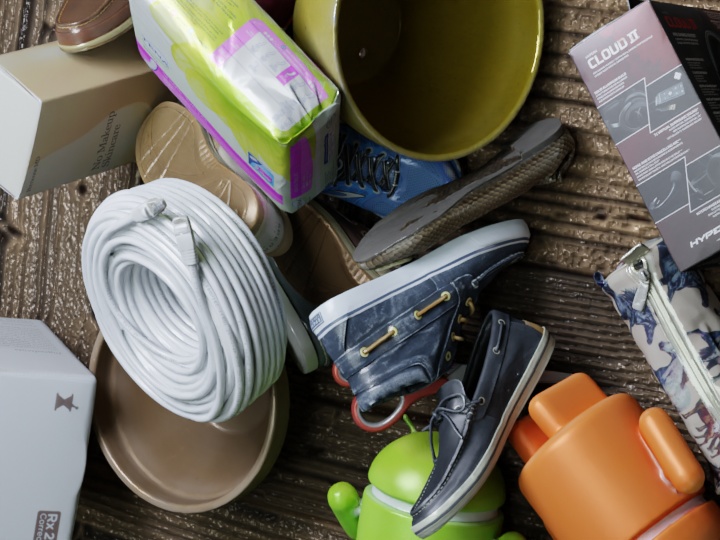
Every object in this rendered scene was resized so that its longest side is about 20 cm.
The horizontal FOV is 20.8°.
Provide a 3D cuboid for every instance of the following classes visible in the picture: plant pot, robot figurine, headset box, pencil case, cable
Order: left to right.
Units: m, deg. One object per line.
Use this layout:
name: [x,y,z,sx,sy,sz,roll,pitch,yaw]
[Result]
cable: [-0.143,0.024,1.566,0.199,0.069,0.201,-1,117,51]
plant pot: [-0.132,0.105,1.701,0.199,0.092,0.203,2,94,32]
plant pot: [0.024,-0.193,1.545,0.142,0.199,0.202,14,102,55]
robot figurine: [0.054,0.221,1.582,0.174,0.115,0.202,13,100,23]
robot figurine: [0.199,0.175,1.490,0.144,0.117,0.201,-41,73,11]
headset box: [0.243,-0.107,1.425,0.077,0.148,0.201,-30,78,28]
pencil case: [0.254,0.069,1.466,0.078,0.089,0.201,-35,76,28]

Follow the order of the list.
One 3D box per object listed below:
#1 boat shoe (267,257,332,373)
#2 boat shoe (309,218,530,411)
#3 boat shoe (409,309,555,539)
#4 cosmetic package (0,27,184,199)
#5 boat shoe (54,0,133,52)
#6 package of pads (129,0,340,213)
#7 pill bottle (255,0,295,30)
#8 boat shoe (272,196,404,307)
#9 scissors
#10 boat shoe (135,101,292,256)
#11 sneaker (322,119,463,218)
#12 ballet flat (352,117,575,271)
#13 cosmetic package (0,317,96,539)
boat shoe: [-0.060,-0.011,1.681,0.061,0.073,0.201,-20,71,-13]
boat shoe: [0.062,0.036,1.540,0.091,0.199,0.071,62,160,8]
boat shoe: [0.082,0.115,1.501,0.062,0.201,0.075,34,155,-7]
cosmetic package: [-0.232,-0.141,1.672,0.071,0.199,0.106,37,128,24]
boat shoe: [-0.207,-0.259,1.661,0.071,0.201,0.068,2,131,28]
package of pads: [-0.099,-0.154,1.515,0.068,0.155,0.200,-40,76,-14]
pill bottle: [-0.085,-0.263,1.636,0.110,0.109,0.200,47,115,20]
boat shoe: [0.000,0.000,1.626,0.200,0.072,0.072,42,123,15]
scissors: [0.078,0.077,1.563,0.198,0.014,0.074,-13,92,4]
boat shoe: [-0.122,-0.070,1.629,0.074,0.069,0.200,-51,46,10]
sneaker: [-0.008,-0.083,1.614,0.199,0.089,0.079,18,103,27]
ballet flat: [0.085,-0.051,1.542,0.199,0.067,0.047,-33,115,-6]
cosmetic package: [-0.347,0.141,1.747,0.200,0.164,0.166,-151,69,-64]
